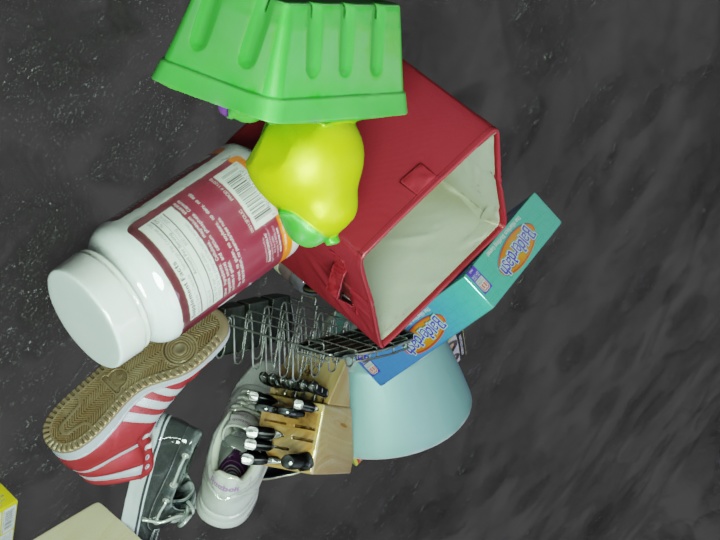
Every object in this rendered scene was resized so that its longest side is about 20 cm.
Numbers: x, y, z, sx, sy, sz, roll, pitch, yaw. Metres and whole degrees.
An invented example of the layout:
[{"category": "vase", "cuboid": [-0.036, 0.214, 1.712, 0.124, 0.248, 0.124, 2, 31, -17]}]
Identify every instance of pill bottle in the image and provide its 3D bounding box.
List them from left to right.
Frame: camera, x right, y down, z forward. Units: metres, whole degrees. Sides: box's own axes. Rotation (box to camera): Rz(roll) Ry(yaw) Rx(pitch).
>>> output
[{"category": "pill bottle", "cuboid": [-0.156, -0.011, 1.415, 0.200, 0.114, 0.115, -36, 151, -29]}]

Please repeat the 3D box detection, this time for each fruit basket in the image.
[{"category": "fruit basket", "cuboid": [-0.057, -0.130, 1.372, 0.215, 0.155, 0.217, -35, 136, -41]}]

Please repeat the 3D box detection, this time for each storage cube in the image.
[{"category": "storage cube", "cuboid": [0.007, -0.075, 1.528, 0.200, 0.180, 0.171, -43, 154, -16]}]

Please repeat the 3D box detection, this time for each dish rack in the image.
[{"category": "dish rack", "cuboid": [-0.055, 0.067, 1.606, 0.153, 0.199, 0.055, -13, 112, -52]}]

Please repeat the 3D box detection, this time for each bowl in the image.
[{"category": "bowl", "cuboid": [0.017, 0.103, 1.805, 0.200, 0.200, 0.106, -31, 129, -36]}]

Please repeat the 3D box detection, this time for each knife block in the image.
[{"category": "knife block", "cuboid": [-0.065, 0.172, 1.636, 0.176, 0.064, 0.201, -64, 158, -47]}]

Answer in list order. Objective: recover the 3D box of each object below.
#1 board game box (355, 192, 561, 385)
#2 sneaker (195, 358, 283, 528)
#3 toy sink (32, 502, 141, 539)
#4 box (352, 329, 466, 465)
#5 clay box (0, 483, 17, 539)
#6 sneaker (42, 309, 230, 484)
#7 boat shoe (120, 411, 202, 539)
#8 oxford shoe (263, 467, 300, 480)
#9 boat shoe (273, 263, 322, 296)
[{"category": "board game box", "cuboid": [0.096, 0.020, 1.670, 0.152, 0.045, 0.200, -47, -175, -41]}, {"category": "sneaker", "cuboid": [-0.107, 0.161, 1.695, 0.100, 0.074, 0.201, 105, 2, -49]}, {"category": "toy sink", "cuboid": [-0.288, 0.356, 1.685, 0.130, 0.112, 0.201, -29, 142, -39]}, {"category": "box", "cuboid": [0.042, 0.139, 2.021, 0.200, 0.050, 0.075, -43, 154, -17]}, {"category": "clay box", "cuboid": [-0.395, 0.268, 1.462, 0.199, 0.048, 0.115, -27, 145, -40]}, {"category": "sneaker", "cuboid": [-0.197, 0.121, 1.571, 0.200, 0.071, 0.113, -38, 148, -11]}, {"category": "boat shoe", "cuboid": [-0.197, 0.227, 1.697, 0.074, 0.068, 0.200, -68, 175, -59]}, {"category": "oxford shoe", "cuboid": [-0.051, 0.189, 1.837, 0.199, 0.074, 0.071, -20, 115, -23]}, {"category": "boat shoe", "cuboid": [0.000, 0.000, 1.695, 0.199, 0.065, 0.072, 3, 138, -40]}]
